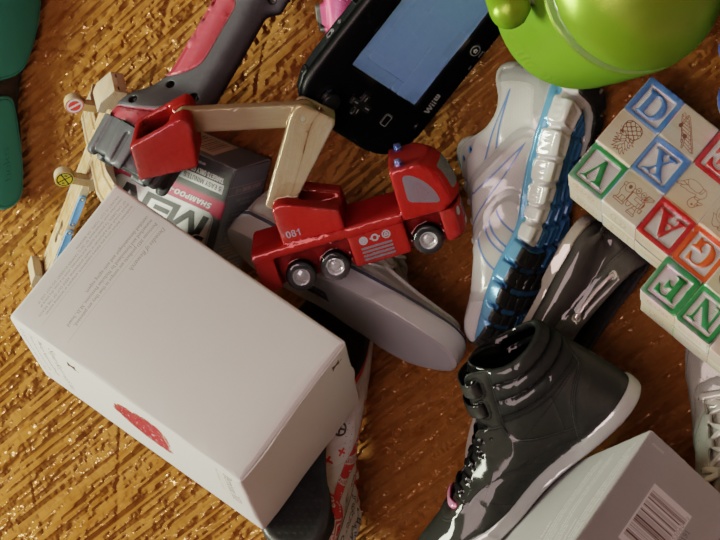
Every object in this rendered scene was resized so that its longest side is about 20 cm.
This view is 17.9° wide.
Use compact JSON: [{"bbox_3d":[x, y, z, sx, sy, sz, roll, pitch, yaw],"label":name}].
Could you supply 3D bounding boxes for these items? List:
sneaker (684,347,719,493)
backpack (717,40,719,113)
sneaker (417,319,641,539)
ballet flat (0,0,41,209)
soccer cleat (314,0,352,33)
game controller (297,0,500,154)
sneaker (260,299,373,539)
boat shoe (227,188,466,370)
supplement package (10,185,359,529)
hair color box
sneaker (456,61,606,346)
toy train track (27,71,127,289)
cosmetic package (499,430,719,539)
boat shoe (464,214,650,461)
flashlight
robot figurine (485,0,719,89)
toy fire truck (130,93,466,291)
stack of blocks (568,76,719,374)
[{"bbox_3d":[0.250,0.125,1.508,0.075,0.092,0.202,-9,96,25],"label":"sneaker"},{"bbox_3d":[0.301,-0.123,1.382,0.199,0.190,0.155,34,112,14],"label":"backpack"},{"bbox_3d":[0.083,0.112,1.523,0.099,0.071,0.200,42,104,-14],"label":"sneaker"},{"bbox_3d":[-0.287,-0.143,1.718,0.068,0.068,0.202,17,106,30],"label":"ballet flat"},{"bbox_3d":[0.007,-0.215,1.568,0.085,0.070,0.202,-8,107,0],"label":"soccer cleat"},{"bbox_3d":[0.046,-0.170,1.534,0.104,0.042,0.200,32,105,-28],"label":"game controller"},{"bbox_3d":[-0.028,0.120,1.647,0.067,0.108,0.203,6,67,10],"label":"sneaker"},{"bbox_3d":[0.000,0.000,1.608,0.199,0.072,0.066,28,68,29],"label":"boat shoe"},{"bbox_3d":[-0.116,0.060,1.555,0.199,0.121,0.120,33,75,17],"label":"supplement package"},{"bbox_3d":[-0.145,-0.003,1.681,0.098,0.061,0.202,23,109,19],"label":"hair color box"},{"bbox_3d":[0.099,-0.048,1.564,0.086,0.075,0.202,24,104,29],"label":"sneaker"},{"bbox_3d":[-0.218,-0.062,1.690,0.115,0.032,0.201,-108,35,-46],"label":"toy train track"},{"bbox_3d":[0.146,0.186,1.502,0.090,0.107,0.200,40,155,-4],"label":"cosmetic package"},{"bbox_3d":[0.133,0.060,1.563,0.057,0.067,0.201,31,108,21],"label":"boat shoe"},{"bbox_3d":[-0.115,-0.154,1.601,0.068,0.068,0.201,24,85,50],"label":"flashlight"},{"bbox_3d":[0.155,-0.176,1.437,0.174,0.200,0.117,-4,90,-16],"label":"robot figurine"},{"bbox_3d":[-0.040,-0.063,1.528,0.198,0.049,0.142,-16,113,7],"label":"toy fire truck"},{"bbox_3d":[0.228,-0.015,1.483,0.200,0.059,0.115,40,84,13],"label":"stack of blocks"}]
